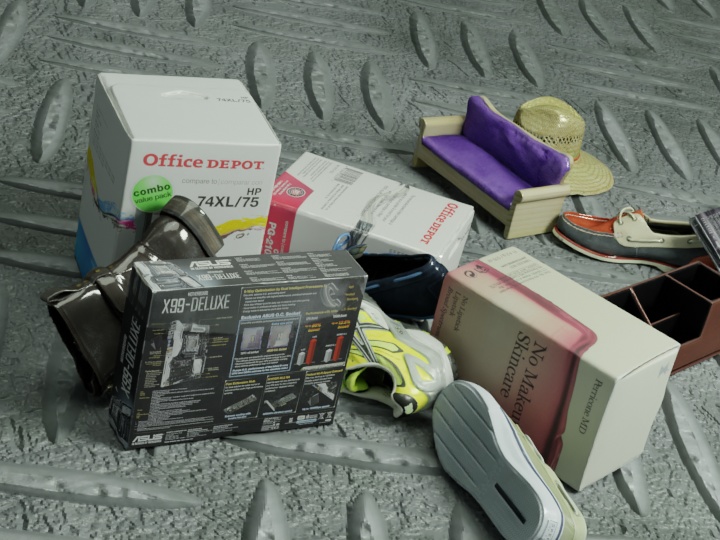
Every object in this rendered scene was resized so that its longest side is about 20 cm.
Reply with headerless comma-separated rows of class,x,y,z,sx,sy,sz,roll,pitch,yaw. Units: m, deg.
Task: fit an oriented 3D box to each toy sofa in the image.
toy sofa,0.156,-0.129,1.789,0.083,0.098,0.200,-9,37,-36

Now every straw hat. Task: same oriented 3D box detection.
straw hat,0.240,-0.176,1.922,0.200,0.085,0.201,11,29,-6

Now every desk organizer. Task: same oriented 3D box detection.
desk organizer,0.309,0.057,1.540,0.200,0.077,0.072,-16,40,-43

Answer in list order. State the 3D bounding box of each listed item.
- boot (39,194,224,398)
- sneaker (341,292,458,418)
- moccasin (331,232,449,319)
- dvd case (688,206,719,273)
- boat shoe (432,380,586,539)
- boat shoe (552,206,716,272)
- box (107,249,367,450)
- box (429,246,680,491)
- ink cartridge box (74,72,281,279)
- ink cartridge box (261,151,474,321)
boot,-0.179,0.049,1.322,0.069,0.200,0.174,9,48,50
sneaker,-0.008,0.070,1.388,0.200,0.076,0.076,23,42,31
moccasin,0.000,0.000,1.451,0.199,0.068,0.081,-2,43,27
dvd case,0.475,-0.016,1.732,0.200,0.016,0.149,-17,73,-42
boat shoe,0.123,0.172,1.282,0.062,0.072,0.200,24,22,-36
boat shoe,0.326,-0.042,1.743,0.199,0.063,0.071,14,30,3
box,-0.104,0.065,1.264,0.199,0.158,0.050,-5,33,-29
box,0.169,0.086,1.374,0.200,0.128,0.109,32,34,32
ink cartridge box,-0.178,-0.067,1.424,0.146,0.201,0.146,0,31,-23
ink cartridge box,0.002,-0.038,1.571,0.199,0.085,0.145,19,29,12
